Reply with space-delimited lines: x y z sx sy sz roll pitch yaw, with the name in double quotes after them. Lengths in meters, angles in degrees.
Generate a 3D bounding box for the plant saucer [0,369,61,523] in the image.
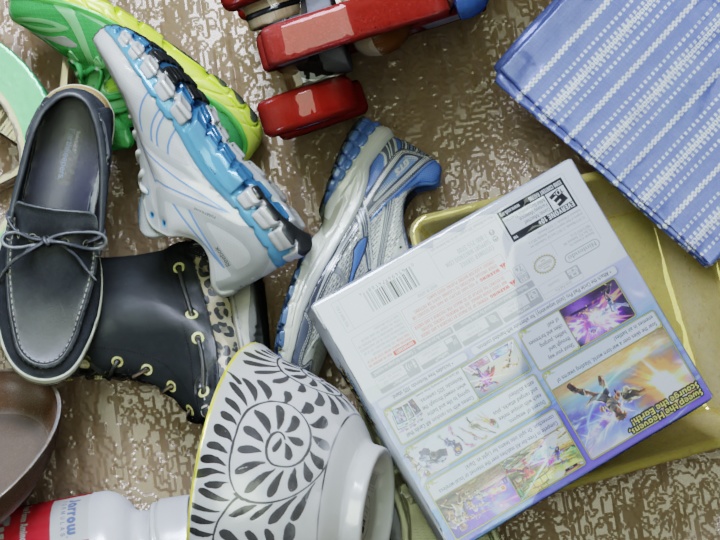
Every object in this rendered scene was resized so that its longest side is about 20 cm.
-0.281 0.138 1.381 0.199 0.200 0.032 -25 116 -1 "plant saucer"

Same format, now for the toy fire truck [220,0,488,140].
0.004 -0.165 1.391 0.167 0.200 0.113 -19 92 5 "toy fire truck"

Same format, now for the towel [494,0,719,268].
0.205 -0.118 1.405 0.200 0.024 0.145 42 89 3 "towel"

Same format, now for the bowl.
-0.033 0.150 1.320 0.094 0.201 0.202 6 81 14 "bowl"

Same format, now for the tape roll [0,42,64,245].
-0.299 -0.069 1.438 0.199 0.048 0.202 0 85 -1 "tape roll"

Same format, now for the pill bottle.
-0.202 0.208 1.385 0.199 0.112 0.113 -11 80 1 "pill bottle"

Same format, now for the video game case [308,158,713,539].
0.096 0.056 1.361 0.199 0.045 0.182 -29 81 -8 "video game case"

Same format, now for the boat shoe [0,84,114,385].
-0.201 -0.026 1.380 0.074 0.062 0.202 9 86 -2 "boat shoe"

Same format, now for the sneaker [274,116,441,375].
0.000 0.000 1.427 0.085 0.077 0.201 21 85 -1 "sneaker"

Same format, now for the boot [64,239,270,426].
-0.138 0.074 1.422 0.153 0.074 0.205 -5 72 4 "boot"

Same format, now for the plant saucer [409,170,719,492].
0.149 0.041 1.415 0.199 0.048 0.201 -14 80 -7 "plant saucer"

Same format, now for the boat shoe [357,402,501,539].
0.051 0.167 1.398 0.074 0.068 0.201 -15 82 -1 "boat shoe"

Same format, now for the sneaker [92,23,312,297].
-0.124 -0.069 1.382 0.086 0.075 0.200 -37 86 14 "sneaker"

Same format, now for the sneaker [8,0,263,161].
-0.162 -0.127 1.442 0.199 0.074 0.084 35 86 -5 "sneaker"

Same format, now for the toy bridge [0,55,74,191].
-0.248 -0.101 1.480 0.067 0.027 0.201 33 85 7 "toy bridge"
